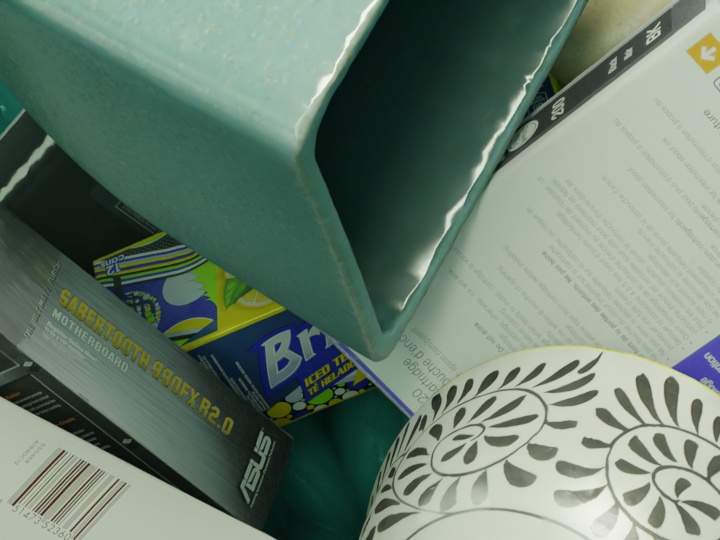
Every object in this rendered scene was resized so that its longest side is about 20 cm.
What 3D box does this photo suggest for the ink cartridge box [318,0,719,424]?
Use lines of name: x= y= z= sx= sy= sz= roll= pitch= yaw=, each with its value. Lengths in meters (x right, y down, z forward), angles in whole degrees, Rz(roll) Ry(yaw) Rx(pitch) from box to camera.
ink cartridge box: x=0.120 y=0.022 z=1.071 sx=0.200 sy=0.043 sz=0.198 roll=-38 pitch=106 yaw=24

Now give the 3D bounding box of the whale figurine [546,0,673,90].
whale figurine: x=0.098 y=-0.155 z=1.179 sx=0.159 sy=0.104 sz=0.200 roll=-43 pitch=53 yaw=23

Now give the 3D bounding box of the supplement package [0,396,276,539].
supplement package: x=-0.104 y=0.172 z=1.029 sx=0.191 sy=0.200 sz=0.147 roll=25 pitch=61 yaw=34

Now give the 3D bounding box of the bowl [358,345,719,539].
bowl: x=0.065 y=0.134 z=1.023 sx=0.201 sy=0.094 sz=0.201 roll=9 pitch=108 yaw=30

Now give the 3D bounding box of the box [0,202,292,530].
box: x=-0.150 y=0.063 z=1.122 sx=0.200 sy=0.158 sz=0.048 roll=-23 pitch=37 yaw=42

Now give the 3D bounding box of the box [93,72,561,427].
box: x=0.000 y=0.000 z=1.139 sx=0.200 sy=0.064 sz=0.070 roll=-22 pitch=46 yaw=9

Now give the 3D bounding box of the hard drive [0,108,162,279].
hard drive: x=-0.091 y=-0.023 z=1.179 sx=0.200 sy=0.140 sz=0.033 roll=-49 pitch=45 yaw=4

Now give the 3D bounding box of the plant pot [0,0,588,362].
plant pot: x=-0.045 y=-0.120 z=0.978 sx=0.200 sy=0.196 sz=0.196 roll=24 pitch=74 yaw=17
